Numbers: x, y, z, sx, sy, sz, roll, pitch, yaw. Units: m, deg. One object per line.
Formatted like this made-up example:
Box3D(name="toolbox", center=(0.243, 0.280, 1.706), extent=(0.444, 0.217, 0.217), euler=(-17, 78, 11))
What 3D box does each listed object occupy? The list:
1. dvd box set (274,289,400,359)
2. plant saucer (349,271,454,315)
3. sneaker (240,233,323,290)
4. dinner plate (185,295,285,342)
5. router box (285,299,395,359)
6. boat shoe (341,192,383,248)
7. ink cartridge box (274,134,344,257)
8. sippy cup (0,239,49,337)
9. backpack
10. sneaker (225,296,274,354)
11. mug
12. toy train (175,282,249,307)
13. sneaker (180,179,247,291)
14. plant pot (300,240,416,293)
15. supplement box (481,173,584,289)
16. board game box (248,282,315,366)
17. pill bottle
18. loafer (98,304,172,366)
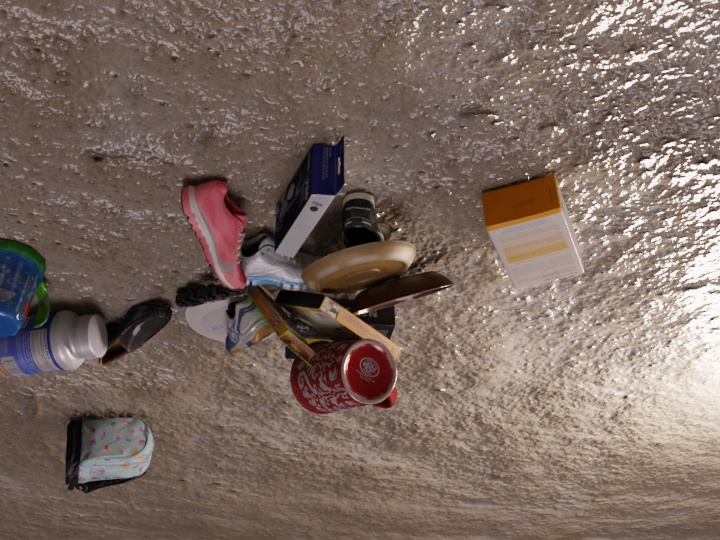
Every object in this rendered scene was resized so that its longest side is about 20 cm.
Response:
Box3D(name="dvd box set", center=(-0.041, 0.097, 1.583), extent=(0.199, 0.030, 0.145), euler=(36, 161, -33))
Box3D(name="plant saucer", center=(0.068, 0.038, 1.577), extent=(0.198, 0.037, 0.200), euler=(-16, 174, -2))
Box3D(name="sneaker", center=(-0.144, -0.021, 1.516), extent=(0.197, 0.075, 0.088), euler=(0, 126, -17))
Box3D(name="dinner plate", center=(-0.242, 0.098, 1.724), extent=(0.197, 0.025, 0.201), euler=(0, 145, 0))
Box3D(name="router box", center=(-0.043, 0.121, 1.738), extent=(0.197, 0.053, 0.158), euler=(5, 145, -10))
Box3D(name="boat shoe", center=(0.004, -0.046, 1.486), extent=(0.071, 0.068, 0.201), euler=(-8, 148, 3))
Box3D(name="ink cartridge box", center=(-0.080, -0.115, 1.351), extent=(0.039, 0.101, 0.200), euler=(15, 142, -22))
Box3D(name="sippy cup", center=(-0.620, 0.038, 1.520), extent=(0.176, 0.132, 0.140), euler=(13, 143, -20))
Box3D(name="backpack", center=(-0.584, 0.420, 2.067), extent=(0.197, 0.169, 0.127), euler=(2, 142, -16))
Box3D(name="sneaker", center=(-0.216, 0.098, 1.653), extent=(0.075, 0.089, 0.200), euler=(-31, 180, -28))
Box3D(name="mug", center=(-0.009, 0.181, 1.562), extent=(0.175, 0.136, 0.199), euler=(-1, 171, -26))
Box3D(name="toy train", center=(-0.263, 0.042, 1.594), extent=(0.198, 0.035, 0.045), euler=(-12, 160, 43))
Box3D(name="sneaker", center=(-0.213, -0.054, 1.420), extent=(0.086, 0.074, 0.202), euler=(-20, 120, 4))
Box3D(name="plant pot", center=(0.000, 0.000, 1.470), extent=(0.197, 0.028, 0.200), euler=(-14, 165, -4))
Box3D(name="supplement box", center=(0.288, -0.061, 1.470), extent=(0.124, 0.074, 0.200), euler=(-14, 144, 17))
Box3D(name="board game box", center=(-0.147, 0.084, 1.567), extent=(0.030, 0.200, 0.096), euler=(-40, 138, 2))
Box3D(name="pill bottle", center=(-0.589, 0.136, 1.683), extent=(0.197, 0.113, 0.113), euler=(-9, 146, 9))
Box3D(name="loafer", center=(-0.436, 0.126, 1.710), extent=(0.199, 0.073, 0.072), euler=(-29, 136, 33))
